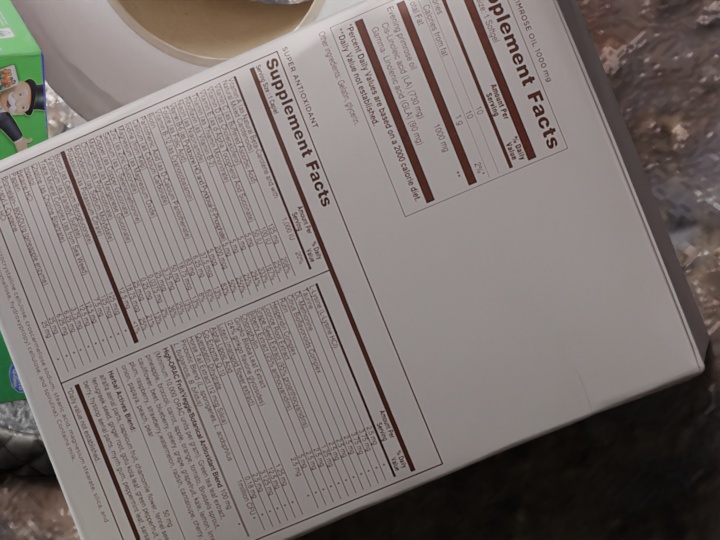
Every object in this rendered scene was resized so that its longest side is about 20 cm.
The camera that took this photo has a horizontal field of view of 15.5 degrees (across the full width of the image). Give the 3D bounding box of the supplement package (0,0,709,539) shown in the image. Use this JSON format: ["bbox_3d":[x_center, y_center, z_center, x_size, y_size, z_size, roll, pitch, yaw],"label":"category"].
[{"bbox_3d":[0.000,0.000,0.888,0.199,0.191,0.148,-23,88,9],"label":"supplement package"}]

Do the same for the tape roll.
[{"bbox_3d":[-0.049,-0.141,1.035,0.201,0.204,0.071,-4,23,23],"label":"tape roll"}]

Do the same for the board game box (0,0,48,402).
[{"bbox_3d":[-0.152,-0.052,1.031,0.029,0.136,0.200,-7,25,-15],"label":"board game box"}]

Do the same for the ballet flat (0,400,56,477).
[{"bbox_3d":[-0.122,0.046,1.031,0.199,0.057,0.067,-7,51,21],"label":"ballet flat"}]
